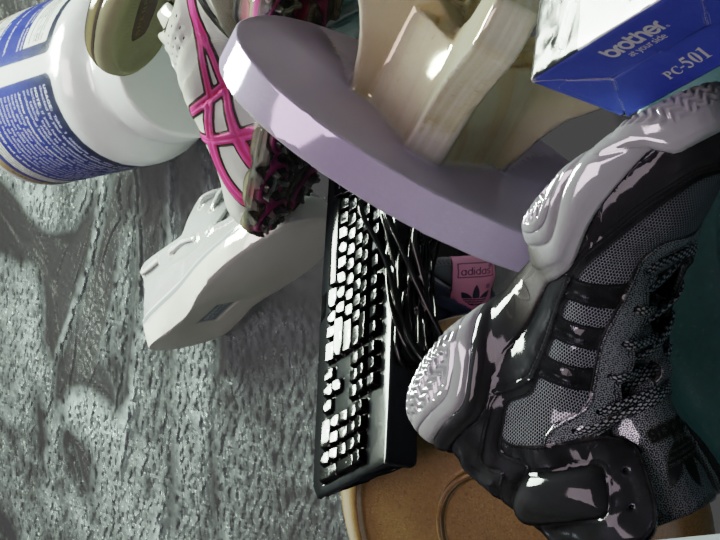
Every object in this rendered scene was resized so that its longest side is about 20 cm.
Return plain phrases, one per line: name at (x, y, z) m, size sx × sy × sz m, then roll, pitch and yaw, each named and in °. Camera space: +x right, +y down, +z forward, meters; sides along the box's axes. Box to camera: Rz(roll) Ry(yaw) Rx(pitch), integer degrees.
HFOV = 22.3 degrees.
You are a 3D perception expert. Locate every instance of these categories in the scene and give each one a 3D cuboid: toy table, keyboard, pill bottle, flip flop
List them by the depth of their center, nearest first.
toy table at (0.050, -0.094, 0.804) m, size 0.118 × 0.199 × 0.184 m, roll -60°, pitch 17°, yaw 26°
keyboard at (0.000, 0.000, 0.869) m, size 0.104 × 0.039 × 0.202 m, roll -29°, pitch 52°, yaw 48°
flip flop at (-0.093, -0.169, 0.941) m, size 0.058 × 0.081 × 0.201 m, roll 43°, pitch 137°, yaw 17°
pill bottle at (-0.157, -0.118, 1.127) m, size 0.199 × 0.115 × 0.117 m, roll -4°, pitch 92°, yaw 55°

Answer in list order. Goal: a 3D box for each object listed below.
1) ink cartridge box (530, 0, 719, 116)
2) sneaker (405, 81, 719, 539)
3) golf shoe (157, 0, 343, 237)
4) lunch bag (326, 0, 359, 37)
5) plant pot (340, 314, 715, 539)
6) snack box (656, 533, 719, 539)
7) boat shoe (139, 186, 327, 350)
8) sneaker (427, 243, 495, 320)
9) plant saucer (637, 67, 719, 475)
ink cartridge box at (0.110, -0.164, 0.625) m, size 0.094 × 0.044 × 0.202 m, roll -28°, pitch 49°, yaw 58°
sneaker at (0.102, 0.030, 0.668) m, size 0.114 × 0.075 × 0.200 m, roll 51°, pitch 132°, yaw 19°
golf shoe at (-0.059, -0.105, 0.927) m, size 0.092 × 0.073 × 0.201 m, roll 29°, pitch 141°, yaw 23°
lunch bag at (-0.020, -0.196, 0.956) m, size 0.199 × 0.077 × 0.162 m, roll -11°, pitch 91°, yaw 56°
plant pot at (0.069, 0.120, 0.855) m, size 0.199 × 0.027 × 0.202 m, roll 11°, pitch 112°, yaw 30°
snack box at (0.111, 0.181, 0.637) m, size 0.199 × 0.068 × 0.170 m, roll -16°, pitch 103°, yaw 44°
boat shoe at (-0.079, -0.014, 1.084) m, size 0.200 × 0.071 × 0.069 m, roll -43°, pitch 60°, yaw 59°
sneaker at (0.041, 0.032, 0.910) m, size 0.082 × 0.070 × 0.202 m, roll -37°, pitch 67°, yaw 53°
plant saucer at (0.172, -0.005, 0.645) m, size 0.199 × 0.036 × 0.202 m, roll 20°, pitch 115°, yaw 52°
